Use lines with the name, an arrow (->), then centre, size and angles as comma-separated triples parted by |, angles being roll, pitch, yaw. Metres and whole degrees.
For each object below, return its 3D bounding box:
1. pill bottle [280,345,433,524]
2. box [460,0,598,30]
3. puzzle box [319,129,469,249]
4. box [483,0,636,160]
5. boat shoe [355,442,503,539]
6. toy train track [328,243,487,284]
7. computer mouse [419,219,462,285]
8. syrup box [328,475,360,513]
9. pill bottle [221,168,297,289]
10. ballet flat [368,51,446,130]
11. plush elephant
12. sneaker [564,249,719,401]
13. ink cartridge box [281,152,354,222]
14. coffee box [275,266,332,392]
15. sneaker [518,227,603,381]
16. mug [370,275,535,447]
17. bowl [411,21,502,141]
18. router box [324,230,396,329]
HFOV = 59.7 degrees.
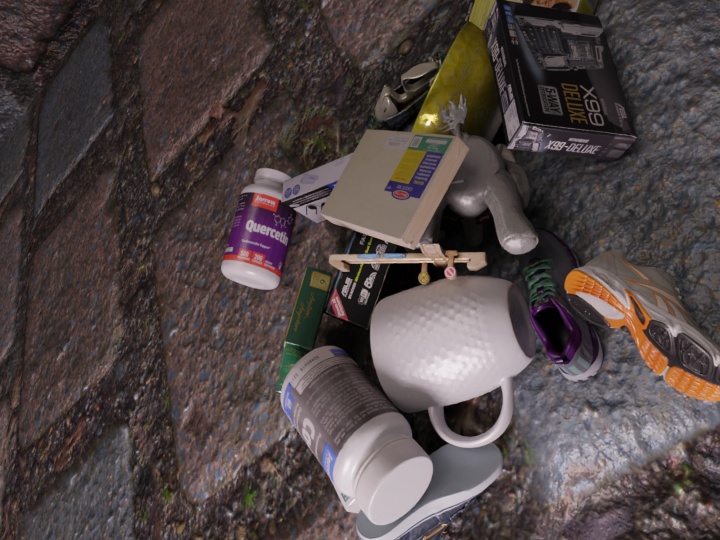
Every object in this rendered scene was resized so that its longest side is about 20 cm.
pill bottle -> -0.007, 0.194, 0.758 | 0.116, 0.112, 0.199 | -56, 46, 8
box -> 0.245, -0.380, 0.926 | 0.196, 0.049, 0.078 | 11, 79, 46
puzzle box -> 0.034, -0.106, 0.771 | 0.198, 0.025, 0.136 | 24, 82, 56
box -> 0.246, -0.241, 0.791 | 0.050, 0.152, 0.206 | 117, 154, -60
boat shoe -> 0.092, 0.287, 0.768 | 0.196, 0.092, 0.071 | -29, 36, -3
toy train track -> 0.054, -0.003, 0.756 | 0.193, 0.114, 0.034 | 0, 79, 20
computer mouse -> 0.116, -0.052, 0.914 | 0.057, 0.034, 0.207 | 7, 77, 43
syrup box -> -0.018, 0.231, 0.882 | 0.079, 0.081, 0.201 | -48, 47, 11
pill bottle -> -0.180, -0.076, 1.149 | 0.110, 0.111, 0.207 | 1, 73, 42
ballet flat -> 0.074, -0.293, 1.037 | 0.197, 0.073, 0.076 | -30, 53, 30
plush elephant -> 0.139, -0.101, 0.818 | 0.159, 0.155, 0.208 | -7, 76, 15
sneaker -> 0.318, 0.043, 0.656 | 0.091, 0.077, 0.200 | -33, 59, -24
ink cartridge box -> -0.033, -0.139, 1.050 | 0.196, 0.093, 0.046 | -15, 61, 39
coffee box -> -0.086, 0.097, 0.936 | 0.201, 0.043, 0.126 | 110, 175, -60
sneaker -> 0.225, 0.024, 0.739 | 0.073, 0.087, 0.205 | -32, 53, 27
mug -> 0.123, 0.109, 0.764 | 0.171, 0.146, 0.207 | -19, 69, 31
bowl -> 0.152, -0.232, 0.892 | 0.105, 0.200, 0.205 | 27, 91, 4
router box -> 0.000, 0.000, 0.902 | 0.200, 0.060, 0.154 | 139, 152, -83
